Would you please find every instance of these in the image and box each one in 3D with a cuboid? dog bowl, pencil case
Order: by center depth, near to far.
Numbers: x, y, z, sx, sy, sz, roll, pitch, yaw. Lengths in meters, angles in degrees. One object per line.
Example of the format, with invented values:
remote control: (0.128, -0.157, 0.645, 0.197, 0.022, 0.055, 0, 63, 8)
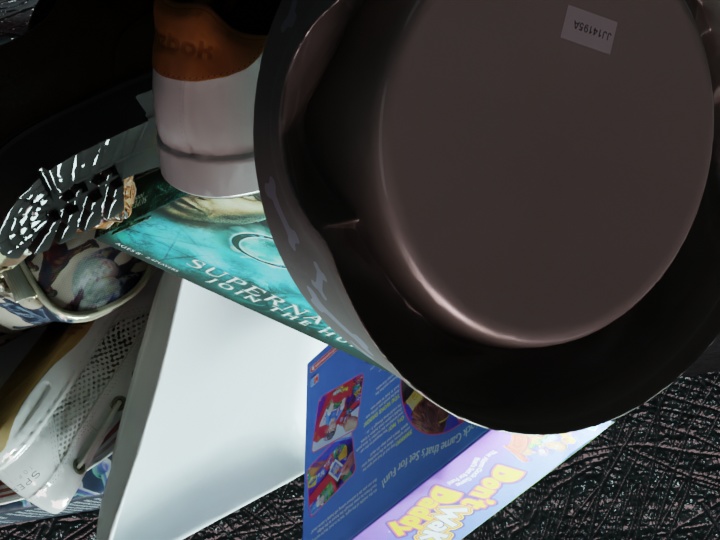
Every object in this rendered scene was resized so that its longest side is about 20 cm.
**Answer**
dog bowl: (0.051, -0.048, 0.997, 0.199, 0.201, 0.059, -4, -172, -35)
pencil case: (-0.188, 0.004, 1.503, 0.089, 0.078, 0.200, -13, 177, -37)

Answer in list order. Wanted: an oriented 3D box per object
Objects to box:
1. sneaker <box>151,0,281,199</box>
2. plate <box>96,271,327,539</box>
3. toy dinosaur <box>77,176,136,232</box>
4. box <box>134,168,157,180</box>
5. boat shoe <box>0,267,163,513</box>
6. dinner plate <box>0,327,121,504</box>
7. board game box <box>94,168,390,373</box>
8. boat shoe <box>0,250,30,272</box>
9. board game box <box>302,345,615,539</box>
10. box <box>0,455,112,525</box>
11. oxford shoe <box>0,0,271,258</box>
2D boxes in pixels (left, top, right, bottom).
sneaker: (0.012, -0.098, 1.033, 0.200, 0.085, 0.073, -29, -145, -34)
plate: (-0.061, 0.039, 1.519, 0.032, 0.200, 0.200, 28, -153, 24)
toy dinosaur: (-0.194, -0.034, 1.166, 0.199, 0.103, 0.136, -14, -177, 16)
box: (-0.074, -0.070, 1.254, 0.110, 0.035, 0.200, -9, 173, -6)
boat shoe: (-0.121, 0.041, 1.527, 0.200, 0.069, 0.071, -53, -163, -28)
dinner plate: (-0.196, 0.059, 1.583, 0.199, 0.201, 0.024, -9, 130, -1)
board game box: (0.000, 0.000, 1.310, 0.199, 0.028, 0.135, 24, 157, -24)
boat shoe: (-0.172, -0.023, 1.327, 0.075, 0.075, 0.202, -17, -177, -17)
board game box: (0.044, 0.059, 1.462, 0.045, 0.135, 0.200, 23, 138, -26)
box: (-0.202, 0.067, 1.701, 0.199, 0.149, 0.107, -11, 173, 8)
oxford shoe: (-0.074, -0.081, 1.078, 0.200, 0.084, 0.073, -24, 153, -40)
